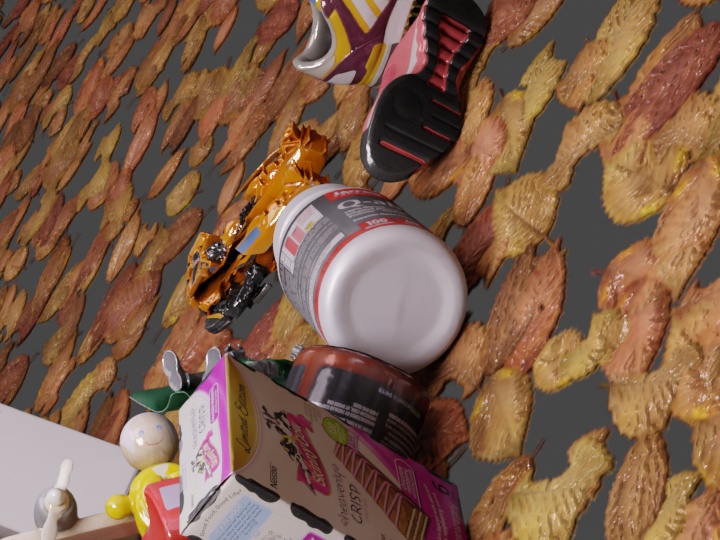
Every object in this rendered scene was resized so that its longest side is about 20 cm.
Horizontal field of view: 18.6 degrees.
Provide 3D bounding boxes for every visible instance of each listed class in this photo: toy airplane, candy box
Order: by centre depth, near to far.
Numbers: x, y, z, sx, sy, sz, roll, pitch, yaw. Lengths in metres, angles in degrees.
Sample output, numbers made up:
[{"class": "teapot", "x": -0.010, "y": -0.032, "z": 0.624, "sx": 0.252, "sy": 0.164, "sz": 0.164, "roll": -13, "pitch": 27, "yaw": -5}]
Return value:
[{"class": "candy box", "x": -0.022, "y": 0.154, "z": 1.432, "sx": 0.061, "sy": 0.200, "sz": 0.137, "roll": -50, "pitch": 24, "yaw": 22}, {"class": "toy airplane", "x": -0.148, "y": 0.176, "z": 1.669, "sx": 0.198, "sy": 0.200, "sz": 0.142, "roll": -13, "pitch": 90, "yaw": 34}]

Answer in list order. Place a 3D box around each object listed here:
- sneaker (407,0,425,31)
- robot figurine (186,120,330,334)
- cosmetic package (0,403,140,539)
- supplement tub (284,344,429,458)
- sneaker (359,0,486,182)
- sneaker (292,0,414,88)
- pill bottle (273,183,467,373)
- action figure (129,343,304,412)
[{"class": "sneaker", "x": 0.054, "y": -0.251, "z": 1.981, "sx": 0.085, "sy": 0.074, "sz": 0.200, "roll": -71, "pitch": 15, "yaw": -8}, {"class": "robot figurine", "x": -0.098, "y": -0.037, "z": 2.035, "sx": 0.200, "sy": 0.058, "sz": 0.145, "roll": -49, "pitch": 23, "yaw": 24}, {"class": "cosmetic package", "x": -0.291, "y": 0.192, "z": 1.971, "sx": 0.085, "sy": 0.199, "sz": 0.108, "roll": 69, "pitch": -137, "yaw": -65}, {"class": "supplement tub", "x": -0.030, "y": 0.161, "z": 1.564, "sx": 0.107, "sy": 0.107, "sz": 0.201, "roll": -15, "pitch": 50, "yaw": 61}, {"class": "sneaker", "x": 0.047, "y": -0.143, "z": 1.865, "sx": 0.087, "sy": 0.074, "sz": 0.201, "roll": -45, "pitch": 17, "yaw": 56}, {"class": "sneaker", "x": 0.000, "y": -0.255, "z": 1.902, "sx": 0.075, "sy": 0.090, "sz": 0.201, "roll": -132, "pitch": 51, "yaw": -60}, {"class": "pill bottle", "x": 0.000, "y": 0.000, "z": 1.696, "sx": 0.116, "sy": 0.116, "sz": 0.200, "roll": -58, "pitch": 22, "yaw": 4}, {"class": "action figure", "x": -0.069, "y": 0.083, "z": 1.679, "sx": 0.118, "sy": 0.200, "sz": 0.055, "roll": -3, "pitch": 84, "yaw": 32}]
